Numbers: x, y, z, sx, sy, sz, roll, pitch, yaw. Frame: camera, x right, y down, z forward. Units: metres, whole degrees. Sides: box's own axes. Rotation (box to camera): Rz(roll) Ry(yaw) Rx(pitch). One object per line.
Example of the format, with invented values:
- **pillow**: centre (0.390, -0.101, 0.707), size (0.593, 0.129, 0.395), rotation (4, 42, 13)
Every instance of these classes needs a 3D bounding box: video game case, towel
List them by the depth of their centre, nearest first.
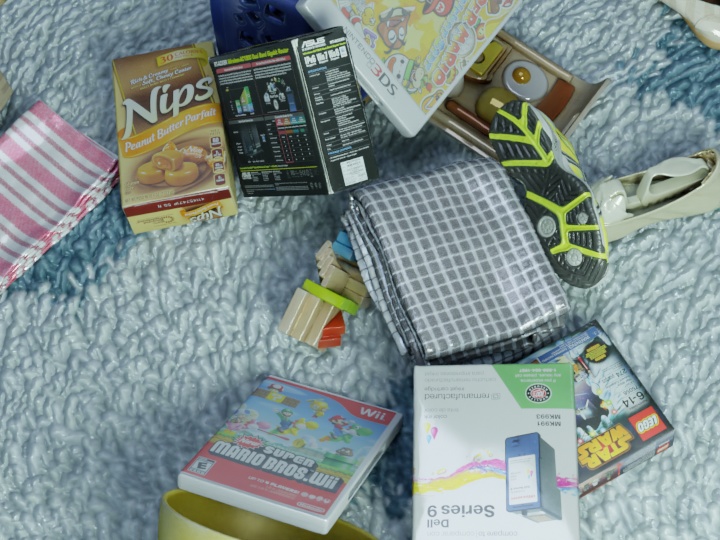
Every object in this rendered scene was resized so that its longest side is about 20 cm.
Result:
- **video game case**: centre (-0.059, 0.163, 1.436), size (0.142, 0.018, 0.200), rotation (15, 27, 16)
- **towel**: centre (0.092, -0.004, 1.499), size (0.165, 0.086, 0.201), rotation (-15, 67, -24)
- **video game case**: centre (0.053, -0.268, 1.580), size (0.200, 0.182, 0.023), rotation (-52, 28, -17)
- **towel**: centre (-0.365, -0.082, 1.681), size (0.146, 0.030, 0.200), rotation (34, 69, 25)

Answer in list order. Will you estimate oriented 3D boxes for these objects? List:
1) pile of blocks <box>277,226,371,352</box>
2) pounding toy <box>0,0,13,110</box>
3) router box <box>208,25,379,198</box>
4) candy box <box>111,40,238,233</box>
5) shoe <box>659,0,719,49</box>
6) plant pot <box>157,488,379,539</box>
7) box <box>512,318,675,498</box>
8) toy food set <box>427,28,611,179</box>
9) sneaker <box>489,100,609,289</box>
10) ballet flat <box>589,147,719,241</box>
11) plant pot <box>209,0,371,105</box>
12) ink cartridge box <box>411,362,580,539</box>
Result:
- **pile of blocks**: centre (0.000, 0.000, 1.553), size (0.062, 0.082, 0.200), rotation (26, 65, 21)
- **pounding toy**: centre (-0.473, -0.199, 1.685), size (0.199, 0.142, 0.185), rotation (15, 62, 26)
- **router box**: centre (-0.068, -0.153, 1.560), size (0.062, 0.151, 0.200), rotation (-19, 11, -27)
- **candy box**: centre (-0.199, -0.144, 1.681), size (0.115, 0.055, 0.201), rotation (-10, 58, 1)
- **shoe**: centre (0.342, -0.320, 1.719), size (0.070, 0.053, 0.200), rotation (-36, 61, -14)
- **plant pot**: centre (-0.088, 0.283, 1.348), size (0.199, 0.200, 0.143), rotation (14, 92, 15)
- **box**: centre (0.171, 0.149, 1.466), size (0.199, 0.040, 0.137), rotation (-28, 61, -10)
- **toy food set**: centre (0.142, -0.200, 1.650), size (0.199, 0.060, 0.144), rotation (35, 68, 9)
- **sneaker**: centre (0.198, -0.076, 1.535), size (0.075, 0.076, 0.201), rotation (-31, 69, 32)
- **ballet flat**: centre (0.273, -0.075, 1.574), size (0.199, 0.070, 0.070), rotation (-17, 58, -3)
- **plant pot**: centre (-0.030, -0.289, 1.671), size (0.179, 0.200, 0.200), rotation (37, 69, 17)
- **ink cartridge box**: centre (0.118, 0.187, 1.377), size (0.144, 0.088, 0.201), rotation (-1, 63, 6)
